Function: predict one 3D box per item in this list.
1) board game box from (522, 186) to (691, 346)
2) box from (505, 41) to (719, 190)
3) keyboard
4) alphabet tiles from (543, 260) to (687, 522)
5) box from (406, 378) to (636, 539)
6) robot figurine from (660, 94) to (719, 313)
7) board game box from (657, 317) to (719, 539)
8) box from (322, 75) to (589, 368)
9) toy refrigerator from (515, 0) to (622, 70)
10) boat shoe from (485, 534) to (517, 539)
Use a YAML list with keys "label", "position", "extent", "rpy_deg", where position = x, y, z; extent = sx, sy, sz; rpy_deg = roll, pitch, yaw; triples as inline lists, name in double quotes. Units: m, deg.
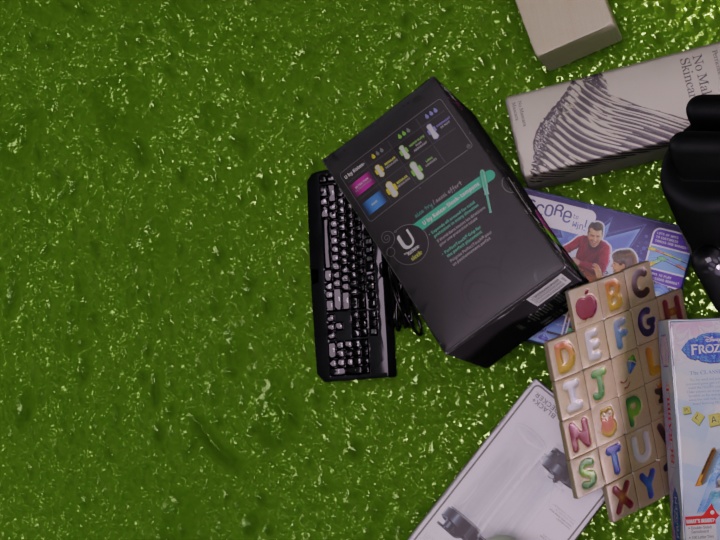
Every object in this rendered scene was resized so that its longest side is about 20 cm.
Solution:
- label: "board game box"
  position: [0.189, 0.005, 1.231]
  extent: [0.199, 0.034, 0.136]
  rpy_deg: [16, 86, 13]
- label: "box"
  position: [0.236, -0.136, 1.222]
  extent: [0.199, 0.068, 0.083]
  rpy_deg: [-15, 79, 10]
- label: "keyboard"
  position: [0.000, 0.000, 1.271]
  extent: [0.103, 0.040, 0.202]
  rpy_deg: [-6, 83, 12]
- label: "alphabet tiles"
  position: [0.227, 0.101, 1.153]
  extent: [0.166, 0.006, 0.201]
  rpy_deg: [-17, 99, -34]
- label: "box"
  position: [0.138, 0.209, 1.205]
  extent: [0.116, 0.060, 0.200]
  rpy_deg: [37, 91, 13]
- label: "robot figurine"
  position: [0.321, -0.056, 1.133]
  extent: [0.150, 0.200, 0.125]
  rpy_deg: [-34, 39, 2]
- label: "board game box"
  position: [0.357, 0.135, 1.149]
  extent: [0.198, 0.041, 0.201]
  rpy_deg: [-2, 87, -3]
- label: "box"
  position: [0.085, -0.037, 1.163]
  extent: [0.124, 0.148, 0.201]
  rpy_deg: [-36, 72, 10]
- label: "toy refrigerator"
  position: [0.169, -0.294, 1.257]
  extent: [0.076, 0.070, 0.201]
  rpy_deg: [-22, 79, 15]
- label: "boat shoe"
  position: [0.168, 0.306, 1.145]
  extent: [0.200, 0.060, 0.076]
  rpy_deg: [41, 91, -18]
